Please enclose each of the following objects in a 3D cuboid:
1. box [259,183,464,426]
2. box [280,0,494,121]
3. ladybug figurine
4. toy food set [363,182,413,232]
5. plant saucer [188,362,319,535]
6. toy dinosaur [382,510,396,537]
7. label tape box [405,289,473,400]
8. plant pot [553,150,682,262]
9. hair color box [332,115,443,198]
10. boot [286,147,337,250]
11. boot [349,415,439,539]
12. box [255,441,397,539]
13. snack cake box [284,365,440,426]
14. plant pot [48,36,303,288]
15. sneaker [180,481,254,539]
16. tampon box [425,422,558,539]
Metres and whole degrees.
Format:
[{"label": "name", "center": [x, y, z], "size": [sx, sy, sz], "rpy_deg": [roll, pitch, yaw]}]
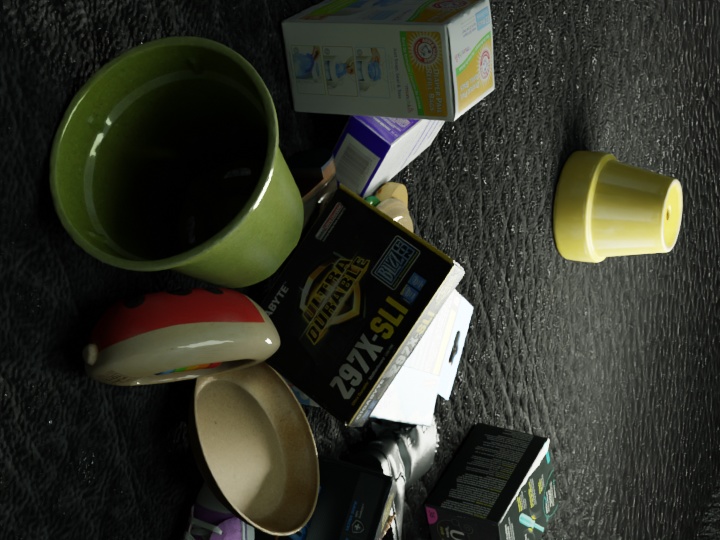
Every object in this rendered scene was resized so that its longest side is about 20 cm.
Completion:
[{"label": "box", "center": [-0.011, 0.037, 1.162], "size": [0.201, 0.159, 0.049], "rpy_deg": [-56, 158, 3]}, {"label": "box", "center": [0.032, -0.230, 1.194], "size": [0.112, 0.199, 0.102], "rpy_deg": [-41, 131, -49]}, {"label": "ladybug figurine", "center": [-0.162, 0.058, 1.007], "size": [0.199, 0.135, 0.072], "rpy_deg": [-2, 76, -48]}, {"label": "toy food set", "center": [0.000, 0.000, 1.304], "size": [0.198, 0.048, 0.201], "rpy_deg": [-32, 143, -57]}, {"label": "plant saucer", "center": [-0.115, 0.177, 1.140], "size": [0.200, 0.035, 0.201], "rpy_deg": [44, 31, -36]}, {"label": "toy dinosaur", "center": [-0.019, 0.331, 1.292], "size": [0.102, 0.199, 0.136], "rpy_deg": [47, 31, -31]}, {"label": "label tape box", "center": [0.072, 0.072, 1.477], "size": [0.200, 0.063, 0.145], "rpy_deg": [44, 59, -55]}, {"label": "plant pot", "center": [0.467, -0.109, 1.998], "size": [0.200, 0.188, 0.202], "rpy_deg": [-20, 113, -57]}, {"label": "hair color box", "center": [0.039, -0.166, 1.317], "size": [0.200, 0.065, 0.110], "rpy_deg": [-41, 168, -47]}, {"label": "boot", "center": [-0.073, -0.045, 1.185], "size": [0.200, 0.074, 0.098], "rpy_deg": [-48, 134, -47]}, {"label": "boot", "center": [0.046, 0.286, 1.486], "size": [0.162, 0.073, 0.200], "rpy_deg": [-31, 123, -57]}, {"label": "box", "center": [-0.064, 0.298, 1.199], "size": [0.046, 0.158, 0.201], "rpy_deg": [69, 39, -67]}, {"label": "snack cake box", "center": [0.000, 0.136, 1.317], "size": [0.200, 0.114, 0.068], "rpy_deg": [22, 79, -59]}, {"label": "plant pot", "center": [-0.137, -0.070, 0.976], "size": [0.184, 0.199, 0.202], "rpy_deg": [48, 56, -67]}, {"label": "sneaker", "center": [-0.171, 0.302, 1.109], "size": [0.114, 0.072, 0.202], "rpy_deg": [14, 85, -57]}, {"label": "tampon box", "center": [0.204, 0.362, 1.720], "size": [0.200, 0.125, 0.151], "rpy_deg": [-46, 135, -44]}]
